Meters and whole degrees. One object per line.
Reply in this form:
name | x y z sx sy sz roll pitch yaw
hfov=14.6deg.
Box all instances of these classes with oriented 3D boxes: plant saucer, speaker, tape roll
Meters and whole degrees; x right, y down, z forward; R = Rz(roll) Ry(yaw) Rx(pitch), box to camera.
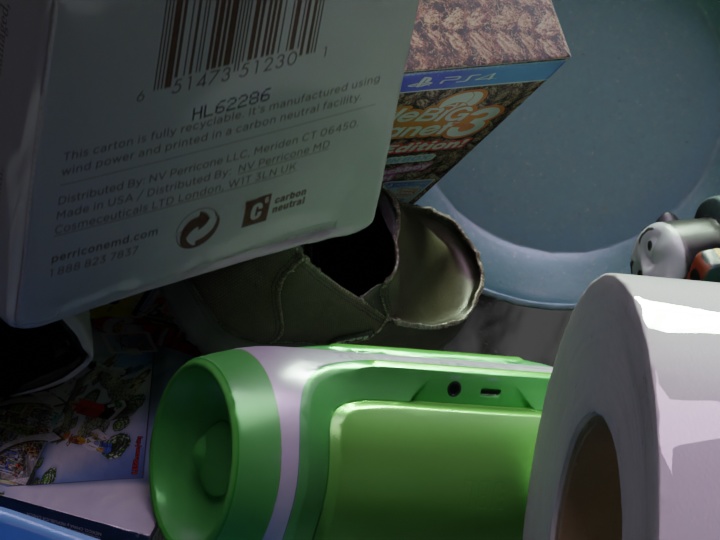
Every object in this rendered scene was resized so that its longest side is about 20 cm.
plant saucer | 0.095 -0.082 1.303 0.200 0.200 0.036 13 3 5
speaker | 0.026 0.075 1.056 0.200 0.088 0.088 5 27 -29
tape roll | 0.106 0.103 0.936 0.071 0.203 0.202 5 29 -9

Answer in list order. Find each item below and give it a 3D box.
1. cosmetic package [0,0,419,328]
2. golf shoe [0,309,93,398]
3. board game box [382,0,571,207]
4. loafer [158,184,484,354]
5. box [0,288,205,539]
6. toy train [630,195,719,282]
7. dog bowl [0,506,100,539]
cosmetic package | -0.101 -0.116 1.061 0.167 0.166 0.200 -17 45 -31
golf shoe | -0.130 0.007 1.098 0.094 0.078 0.200 30 41 17
board game box | -0.020 -0.112 1.216 0.097 0.200 0.160 -7 70 -31
loafer | 0.000 0.000 1.174 0.200 0.070 0.075 -7 64 -58
box | -0.122 0.052 1.125 0.137 0.038 0.200 14 29 8
toy train | 0.217 0.009 1.250 0.200 0.085 0.114 -6 41 -24
dog bowl | -0.100 0.137 0.966 0.200 0.050 0.111 18 29 13
